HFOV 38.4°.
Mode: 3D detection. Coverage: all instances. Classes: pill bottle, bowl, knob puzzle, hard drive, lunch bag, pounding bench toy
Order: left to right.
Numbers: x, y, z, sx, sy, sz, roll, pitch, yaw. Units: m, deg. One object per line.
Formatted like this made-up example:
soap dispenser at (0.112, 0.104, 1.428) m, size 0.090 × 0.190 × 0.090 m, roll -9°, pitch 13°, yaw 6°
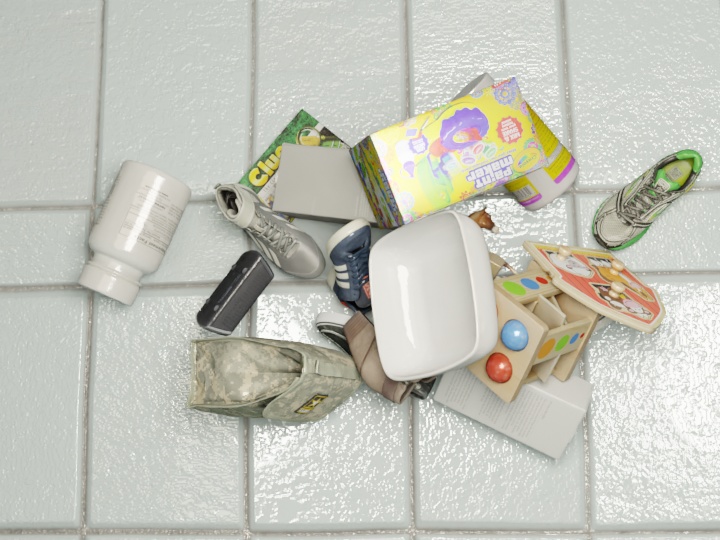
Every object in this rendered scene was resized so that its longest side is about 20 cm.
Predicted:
pill bottle at (-0.344, -0.054, 1.560) m, size 0.114 × 0.114 × 0.201 m, roll 22°, pitch 82°, yaw 9°
hard drive at (-0.181, 0.034, 1.494) m, size 0.042 × 0.200 × 0.135 m, roll 38°, pitch 84°, yaw -12°
lunch bag at (-0.114, 0.152, 1.447) m, size 0.199 × 0.164 × 0.118 m, roll -5°, pitch 77°, yaw 29°
bowl at (0.101, 0.037, 1.337) m, size 0.074 × 0.200 × 0.201 m, roll 4°, pitch 73°, yaw -38°
pounding bench toy at (0.190, 0.060, 1.406) m, size 0.200 × 0.156 × 0.125 m, roll 41°, pitch 126°, yaw 33°
pill bottle at (0.221, -0.190, 1.510) m, size 0.104 × 0.104 × 0.200 m, roll -44°, pitch 102°, yaw -4°
knob puzzle at (0.344, 0.016, 1.425) m, size 0.219 × 0.220 × 0.031 m, roll 29°, pitch 115°, yaw 9°

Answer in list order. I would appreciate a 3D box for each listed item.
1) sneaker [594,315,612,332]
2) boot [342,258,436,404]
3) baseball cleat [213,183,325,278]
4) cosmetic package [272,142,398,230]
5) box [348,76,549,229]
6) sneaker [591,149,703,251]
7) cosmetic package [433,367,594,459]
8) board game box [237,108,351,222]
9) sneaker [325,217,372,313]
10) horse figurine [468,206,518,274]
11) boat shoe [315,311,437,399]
sneaker at (0.306, 0.066, 1.500) m, size 0.200 × 0.078 × 0.080 m, roll -33°, pitch 84°, yaw 0°
boot at (0.071, 0.081, 1.437) m, size 0.200 × 0.070 × 0.146 m, roll -49°, pitch 64°, yaw 13°
baseball cleat at (-0.142, -0.056, 1.527) m, size 0.200 × 0.106 × 0.070 m, roll 38°, pitch 99°, yaw 13°
cosmetic package at (-0.021, -0.121, 1.513) m, size 0.199 × 0.090 × 0.107 m, roll 10°, pitch 88°, yaw 24°
box at (0.109, -0.147, 1.350) m, size 0.199 × 0.193 × 0.122 m, roll -22°, pitch 94°, yaw -8°
sneaker at (0.419, -0.111, 1.520) m, size 0.200 × 0.085 × 0.078 m, roll -44°, pitch 79°, yaw -3°
cosmetic package at (0.216, 0.172, 1.468) m, size 0.199 × 0.071 × 0.102 m, roll 26°, pitch 125°, yaw 9°
board game box at (-0.116, -0.144, 1.605) m, size 0.105 × 0.023 × 0.200 m, roll 38°, pitch 84°, yaw 12°
sneaker at (0.000, 0.000, 1.476) m, size 0.075 × 0.200 × 0.085 m, roll -31°, pitch 69°, yaw -13°
horse figurine at (0.143, 0.007, 1.539) m, size 0.200 × 0.050 × 0.133 m, roll -35°, pitch 76°, yaw -1°
boat shoe at (0.017, 0.128, 1.516) m, size 0.199 × 0.074 × 0.068 m, roll 28°, pitch 68°, yaw 0°
